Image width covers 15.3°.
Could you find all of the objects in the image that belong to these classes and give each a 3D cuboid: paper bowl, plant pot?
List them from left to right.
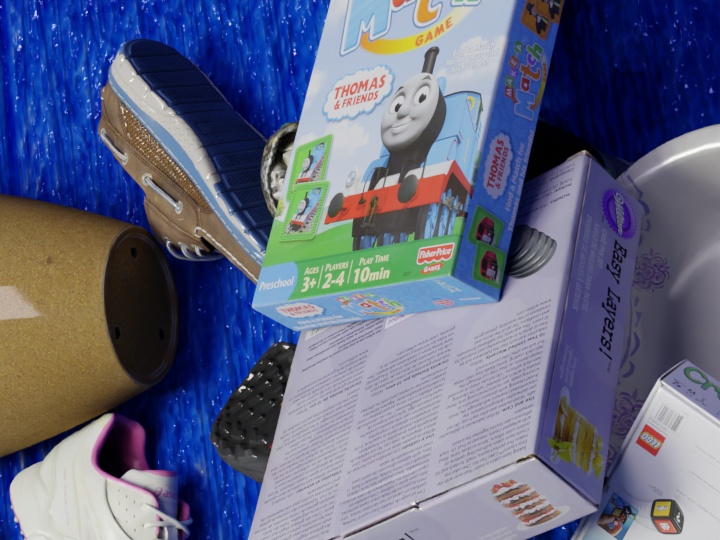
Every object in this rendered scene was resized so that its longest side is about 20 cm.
[{"bbox_3d":[-0.213,0.032,1.569,0.199,0.186,0.188,-5,75,23],"label":"plant pot"},{"bbox_3d":[0.195,0.037,1.274,0.200,0.104,0.202,-11,71,36],"label":"paper bowl"}]

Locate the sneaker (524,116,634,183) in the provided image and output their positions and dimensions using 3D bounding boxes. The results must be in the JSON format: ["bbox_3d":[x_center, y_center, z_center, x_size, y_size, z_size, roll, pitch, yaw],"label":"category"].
[{"bbox_3d":[0.073,-0.051,1.402,0.199,0.087,0.074,22,93,42],"label":"sneaker"}]

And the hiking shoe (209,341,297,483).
[{"bbox_3d":[-0.013,0.105,1.437,0.076,0.101,0.200,-50,23,1],"label":"hiking shoe"}]

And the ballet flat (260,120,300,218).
[{"bbox_3d":[0.000,0.000,1.443,0.072,0.072,0.201,-41,64,23],"label":"ballet flat"}]

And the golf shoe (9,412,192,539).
[{"bbox_3d":[-0.128,0.166,1.519,0.092,0.075,0.200,-46,56,16],"label":"golf shoe"}]

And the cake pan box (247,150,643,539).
[{"bbox_3d":[0.035,0.059,1.256,0.199,0.052,0.185,-28,33,36],"label":"cake pan box"}]

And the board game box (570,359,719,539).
[{"bbox_3d":[0.191,0.147,1.183,0.199,0.035,0.127,36,122,16],"label":"board game box"}]

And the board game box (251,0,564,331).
[{"bbox_3d":[0.027,-0.076,1.298,0.151,0.036,0.201,-10,59,50],"label":"board game box"}]

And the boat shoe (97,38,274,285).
[{"bbox_3d":[-0.084,-0.045,1.546,0.200,0.072,0.073,53,129,31],"label":"boat shoe"}]
